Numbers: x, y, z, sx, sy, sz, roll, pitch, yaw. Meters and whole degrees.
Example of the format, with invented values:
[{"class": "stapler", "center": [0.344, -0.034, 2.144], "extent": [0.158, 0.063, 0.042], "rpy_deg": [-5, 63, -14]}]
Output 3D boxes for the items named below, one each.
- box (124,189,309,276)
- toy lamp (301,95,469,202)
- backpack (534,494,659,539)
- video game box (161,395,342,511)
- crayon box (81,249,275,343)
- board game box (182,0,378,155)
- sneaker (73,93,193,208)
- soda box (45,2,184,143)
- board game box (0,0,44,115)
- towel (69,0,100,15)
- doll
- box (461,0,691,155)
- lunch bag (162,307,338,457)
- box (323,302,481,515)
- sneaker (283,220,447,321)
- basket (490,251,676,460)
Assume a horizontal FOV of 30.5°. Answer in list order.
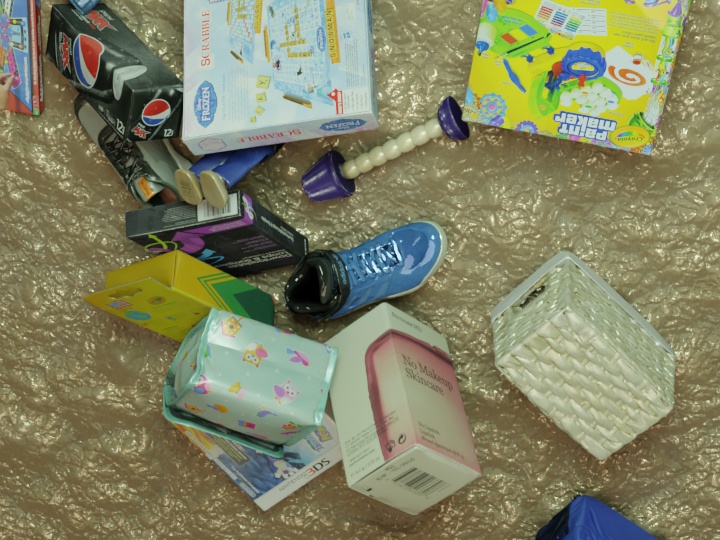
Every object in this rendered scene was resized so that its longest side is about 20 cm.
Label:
[{"class": "box", "center": [-0.159, -0.037, 1.510], "extent": [0.141, 0.200, 0.037], "rpy_deg": [-10, 74, 19]}, {"class": "toy lamp", "center": [0.024, -0.132, 1.486], "extent": [0.198, 0.058, 0.059], "rpy_deg": [-24, 113, 19]}, {"class": "backpack", "center": [0.273, 0.416, 1.687], "extent": [0.162, 0.168, 0.201], "rpy_deg": [36, 124, -3]}, {"class": "video game box", "center": [-0.125, 0.196, 1.707], "extent": [0.182, 0.047, 0.200], "rpy_deg": [-38, 107, 24]}, {"class": "crayon box", "center": [-0.211, 0.033, 1.554], "extent": [0.126, 0.051, 0.199], "rpy_deg": [-14, 151, 37]}, {"class": "board game box", "center": [-0.084, -0.228, 1.357], "extent": [0.197, 0.202, 0.041], "rpy_deg": [-6, 158, 11]}, {"class": "sneaker", "center": [-0.254, -0.129, 1.527], "extent": [0.074, 0.080, 0.200], "rpy_deg": [-35, 107, 28]}, {"class": "soda box", "center": [-0.265, -0.215, 1.417], "extent": [0.200, 0.070, 0.064], "rpy_deg": [44, 130, 37]}, {"class": "board game box", "center": [-0.415, -0.280, 1.507], "extent": [0.102, 0.020, 0.202], "rpy_deg": [10, 121, 7]}, {"class": "towel", "center": [-0.327, -0.383, 1.403], "extent": [0.111, 0.049, 0.200], "rpy_deg": [-41, 105, 11]}, {"class": "doll", "center": [-0.114, -0.144, 1.424], "extent": [0.135, 0.200, 0.049], "rpy_deg": [9, 131, 41]}, {"class": "box", "center": [0.219, -0.244, 1.344], "extent": [0.197, 0.122, 0.195], "rpy_deg": [11, 121, 4]}, {"class": "lunch bag", "center": [-0.139, 0.140, 1.563], "extent": [0.169, 0.123, 0.200], "rpy_deg": [20, 154, -15]}, {"class": "box", "center": [0.046, 0.162, 1.546], "extent": [0.109, 0.202, 0.127], "rpy_deg": [-35, 137, 26]}, {"class": "sneaker", "center": [0.000, 0.001, 1.525], "extent": [0.198, 0.111, 0.078], "rpy_deg": [-24, 78, 26]}, {"class": "basket", "center": [0.258, 0.103, 1.533], "extent": [0.200, 0.124, 0.135], "rpy_deg": [42, 118, -13]}]
